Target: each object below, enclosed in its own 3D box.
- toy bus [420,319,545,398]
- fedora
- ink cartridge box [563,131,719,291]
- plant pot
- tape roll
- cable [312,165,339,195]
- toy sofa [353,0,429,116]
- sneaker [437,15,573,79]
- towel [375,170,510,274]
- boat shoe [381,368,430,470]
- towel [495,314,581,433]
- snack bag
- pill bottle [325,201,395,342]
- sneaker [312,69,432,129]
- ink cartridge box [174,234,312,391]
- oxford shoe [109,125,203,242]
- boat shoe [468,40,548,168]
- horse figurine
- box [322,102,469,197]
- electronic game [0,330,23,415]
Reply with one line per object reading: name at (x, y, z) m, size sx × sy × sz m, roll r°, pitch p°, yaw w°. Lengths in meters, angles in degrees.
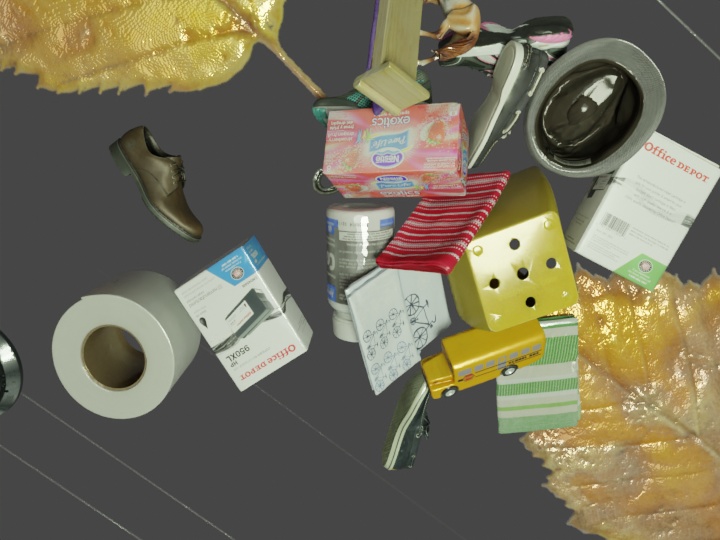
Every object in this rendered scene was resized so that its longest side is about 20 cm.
toy bus at (0.194, 0.135, 0.915) m, size 0.193 × 0.066 × 0.080 m, roll -19°, pitch 140°, yaw -2°
fedora at (0.335, -0.238, 0.833) m, size 0.175 × 0.091 × 0.202 m, roll 36°, pitch 125°, yaw -2°
ink cartridge box at (0.427, -0.097, 0.879) m, size 0.142 × 0.085 × 0.205 m, roll 25°, pitch 103°, yaw -4°
plant pot at (0.225, -0.018, 0.861) m, size 0.193 × 0.177 × 0.206 m, roll -19°, pitch 104°, yaw 7°
tape roll at (-0.378, 0.117, 0.940) m, size 0.194 × 0.140 × 0.211 m, roll 1°, pitch 104°, yaw 3°
cable at (0.015, -0.172, 0.895) m, size 0.192 × 0.050 × 0.101 m, roll -6°, pitch 99°, yaw 4°
toy sofa at (0.038, -0.315, 0.744) m, size 0.095 × 0.081 × 0.208 m, roll -7°, pitch 70°, yaw 44°
sneaker at (0.210, -0.309, 0.840) m, size 0.192 × 0.082 × 0.088 m, roll 2°, pitch 134°, yaw 15°
towel at (0.118, -0.074, 0.825) m, size 0.202 × 0.142 × 0.023 m, roll -54°, pitch 125°, yaw -26°
boat shoe at (0.093, 0.263, 0.996) m, size 0.060 × 0.075 × 0.206 m, roll 15°, pitch 108°, yaw -10°
towel at (0.308, 0.182, 0.990) m, size 0.146 × 0.023 × 0.208 m, roll -6°, pitch 106°, yaw 4°
snack bag at (0.071, 0.066, 0.896) m, size 0.197 × 0.021 × 0.194 m, roll -33°, pitch 122°, yaw -29°
pill bottle at (0.000, 0.000, 0.907) m, size 0.109 × 0.114 × 0.208 m, roll 0°, pitch 104°, yaw 2°
sneaker at (0.022, -0.260, 0.869) m, size 0.192 × 0.078 × 0.095 m, roll 3°, pitch 75°, yaw 12°
ink cartridge box at (-0.189, 0.071, 0.949) m, size 0.142 × 0.084 × 0.204 m, roll -30°, pitch 102°, yaw 10°
oxford shoe at (-0.308, -0.138, 0.906) m, size 0.083 × 0.073 × 0.203 m, roll -33°, pitch 101°, yaw 8°
boat shoe at (0.208, -0.233, 0.835) m, size 0.058 × 0.075 × 0.204 m, roll 7°, pitch 133°, yaw -12°
horse figurine at (0.121, -0.363, 0.803) m, size 0.128 × 0.050 × 0.206 m, roll -14°, pitch 60°, yaw 7°
box at (0.053, -0.168, 0.815) m, size 0.192 × 0.102 × 0.099 m, roll 2°, pitch 77°, yaw 18°
electronic game at (-0.703, 0.176, 1.019) m, size 0.191 × 0.042 × 0.208 m, roll 0°, pitch 105°, yaw 1°
